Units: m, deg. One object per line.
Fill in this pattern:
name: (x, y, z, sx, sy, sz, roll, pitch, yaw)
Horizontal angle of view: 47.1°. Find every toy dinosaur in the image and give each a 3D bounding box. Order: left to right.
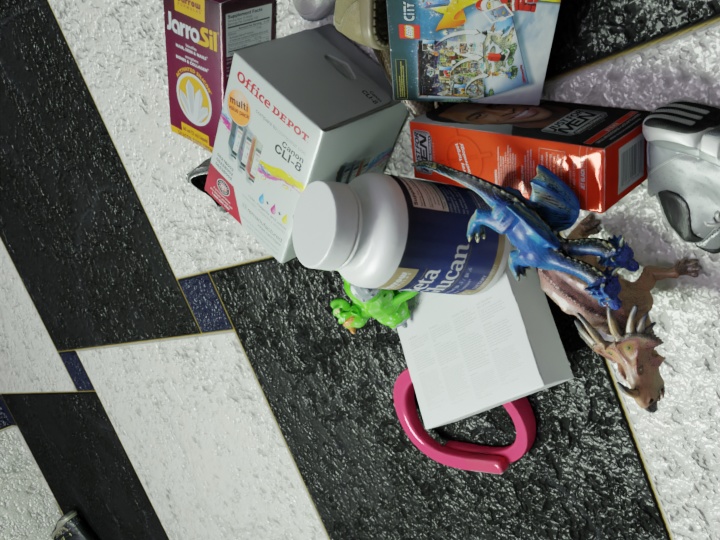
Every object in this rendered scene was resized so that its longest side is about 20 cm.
toy dinosaur: (0.212, 0.024, 0.754, 0.200, 0.136, 0.086, 34, 134, 28)

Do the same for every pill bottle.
pill bottle: (0.040, -0.035, 0.807, 0.111, 0.200, 0.111, -12, 76, 57)

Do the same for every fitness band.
fitness band: (0.125, 0.176, 1.022, 0.200, 0.037, 0.144, -4, 108, 46)

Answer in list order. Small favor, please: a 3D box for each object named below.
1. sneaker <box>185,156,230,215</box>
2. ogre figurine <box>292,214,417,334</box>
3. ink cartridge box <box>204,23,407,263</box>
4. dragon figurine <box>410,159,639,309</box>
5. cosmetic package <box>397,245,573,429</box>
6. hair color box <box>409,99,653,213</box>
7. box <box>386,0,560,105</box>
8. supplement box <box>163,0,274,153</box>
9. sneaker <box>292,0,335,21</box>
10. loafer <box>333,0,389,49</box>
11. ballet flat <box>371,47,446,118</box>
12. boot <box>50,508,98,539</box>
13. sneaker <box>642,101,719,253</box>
sneaker: (-0.150, -0.086, 1.101, 0.200, 0.082, 0.075, 33, 134, 28)
ogre figurine: (0.000, 0.000, 0.915, 0.120, 0.098, 0.200, 56, 167, 27)
ink cartridge box: (-0.063, -0.143, 0.926, 0.145, 0.145, 0.200, 43, 137, 19)
dragon figurine: (0.141, -0.045, 0.683, 0.200, 0.059, 0.099, 44, 154, -12)
cosmetic package: (0.125, 0.076, 0.908, 0.200, 0.052, 0.151, -34, 69, 51)
hair color box: (0.153, -0.113, 0.755, 0.200, 0.101, 0.061, 16, 125, 39)
box: (0.092, -0.211, 0.685, 0.136, 0.038, 0.200, 4, 157, 6)
supplement box: (-0.173, -0.254, 1.016, 0.110, 0.086, 0.200, 30, 133, 30)
sneaker: (-0.047, -0.344, 0.833, 0.076, 0.081, 0.200, 37, 137, 22)
loafer: (0.003, -0.310, 0.773, 0.067, 0.076, 0.200, 9, 99, 33)
ballet flat: (0.042, -0.223, 0.843, 0.046, 0.067, 0.200, -32, 86, 18)
boot: (-0.784, 0.763, 2.305, 0.154, 0.073, 0.204, 45, 140, 11)
sneaker: (0.316, -0.057, 0.656, 0.200, 0.075, 0.116, 31, 139, 43)
